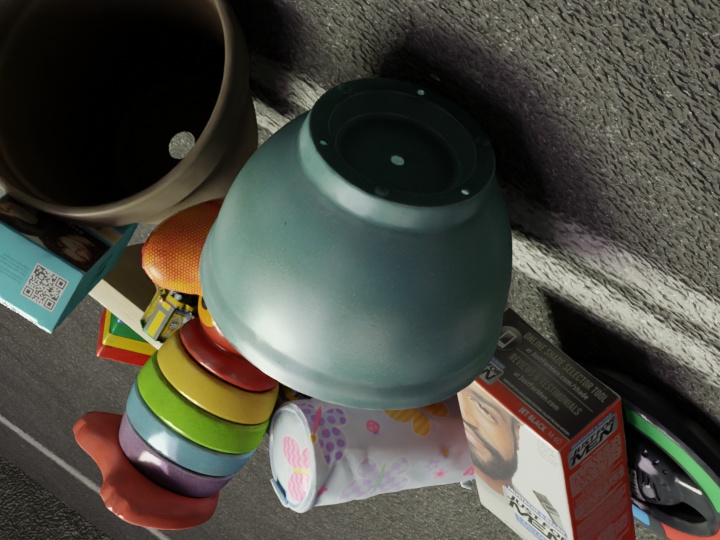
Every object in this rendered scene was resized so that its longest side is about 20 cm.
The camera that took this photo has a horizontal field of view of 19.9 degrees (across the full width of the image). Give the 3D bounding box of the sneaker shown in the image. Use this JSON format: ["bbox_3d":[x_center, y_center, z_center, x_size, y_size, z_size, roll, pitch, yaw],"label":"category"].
[{"bbox_3d":[-0.047,-0.011,1.375,0.077,0.198,0.074,-112,23,-77],"label":"sneaker"}]

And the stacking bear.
[{"bbox_3d":[-0.111,0.081,1.531,0.113,0.201,0.122,17,-155,-35],"label":"stacking bear"}]

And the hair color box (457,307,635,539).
[{"bbox_3d":[0.131,0.129,1.448,0.111,0.064,0.201,40,159,32],"label":"hair color box"}]

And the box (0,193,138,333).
[{"bbox_3d":[-0.215,-0.021,1.431,0.082,0.049,0.200,32,-166,-3],"label":"box"}]

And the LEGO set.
[{"bbox_3d":[-0.066,0.038,1.644,0.200,0.116,0.153,40,-161,24],"label":"LEGO set"}]

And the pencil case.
[{"bbox_3d":[0.029,0.131,1.565,0.083,0.199,0.091,65,147,35],"label":"pencil case"}]

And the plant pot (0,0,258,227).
[{"bbox_3d":[-0.152,-0.111,1.435,0.199,0.201,0.174,34,177,23],"label":"plant pot"}]

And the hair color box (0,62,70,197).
[{"bbox_3d":[-0.291,-0.083,1.490,0.099,0.201,0.061,23,172,-7],"label":"hair color box"}]

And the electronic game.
[{"bbox_3d":[0.201,0.136,1.465,0.200,0.042,0.200,37,161,15],"label":"electronic game"}]

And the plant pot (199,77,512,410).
[{"bbox_3d":[0.011,-0.032,1.275,0.200,0.200,0.135,36,134,17],"label":"plant pot"}]

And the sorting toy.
[{"bbox_3d":[-0.141,0.064,1.782,0.200,0.070,0.199,38,-162,14],"label":"sorting toy"}]
